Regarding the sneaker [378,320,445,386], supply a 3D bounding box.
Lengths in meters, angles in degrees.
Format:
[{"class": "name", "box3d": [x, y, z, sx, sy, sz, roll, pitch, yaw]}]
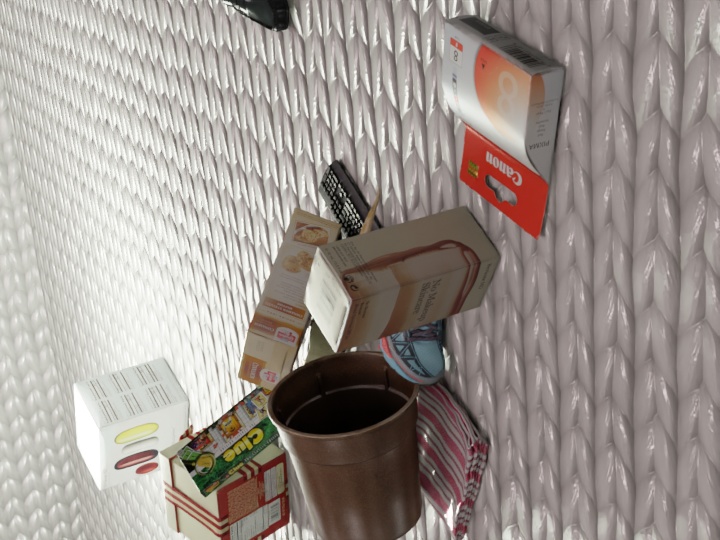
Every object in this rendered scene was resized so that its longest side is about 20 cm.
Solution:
[{"class": "sneaker", "box3d": [0.064, 0.046, 1.582, 0.095, 0.079, 0.201, -26, 80, 62]}]

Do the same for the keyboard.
[{"class": "keyboard", "box3d": [-0.010, -0.045, 1.745, 0.201, 0.020, 0.127, 60, 150, 30]}]

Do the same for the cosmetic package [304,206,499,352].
[{"class": "cosmetic package", "box3d": [0.046, 0.009, 1.458, 0.087, 0.199, 0.104, 56, 150, 31]}]

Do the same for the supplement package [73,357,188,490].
[{"class": "supplement package", "box3d": [-0.481, 0.322, 2.677, 0.147, 0.199, 0.192, 50, 146, 40]}]

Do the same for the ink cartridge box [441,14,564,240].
[{"class": "ink cartridge box", "box3d": [0.140, -0.151, 1.356, 0.162, 0.050, 0.201, 44, 138, 47]}]

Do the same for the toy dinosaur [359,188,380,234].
[{"class": "toy dinosaur", "box3d": [0.000, 0.000, 1.671, 0.101, 0.058, 0.201, 52, 139, 38]}]

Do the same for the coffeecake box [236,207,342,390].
[{"class": "coffeecake box", "box3d": [-0.098, 0.043, 1.739, 0.154, 0.073, 0.201, 111, 178, -60]}]

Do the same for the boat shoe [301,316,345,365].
[{"class": "boat shoe", "box3d": [-0.040, 0.089, 1.831, 0.063, 0.071, 0.201, -76, 5, -48]}]

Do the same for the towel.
[{"class": "towel", "box3d": [0.103, 0.243, 1.664, 0.147, 0.030, 0.201, 52, 147, 40]}]

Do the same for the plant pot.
[{"class": "plant pot", "box3d": [-0.005, 0.241, 1.662, 0.200, 0.199, 0.200, 31, 138, 55]}]

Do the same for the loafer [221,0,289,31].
[{"class": "loafer", "box3d": [-0.163, -0.390, 1.805, 0.201, 0.070, 0.068, 48, 144, 43]}]

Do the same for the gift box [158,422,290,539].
[{"class": "gift box", "box3d": [-0.235, 0.380, 2.249, 0.186, 0.199, 0.186, 24, 122, 39]}]

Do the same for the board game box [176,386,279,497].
[{"class": "board game box", "box3d": [-0.207, 0.279, 2.130, 0.105, 0.200, 0.023, 47, 175, 40]}]
